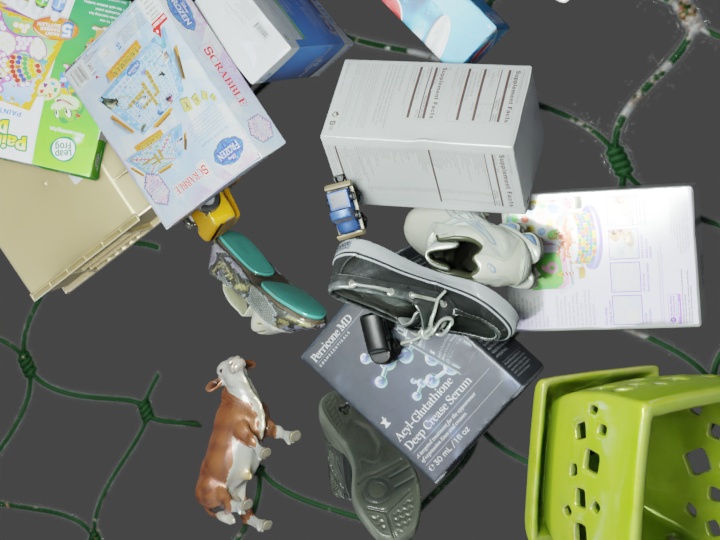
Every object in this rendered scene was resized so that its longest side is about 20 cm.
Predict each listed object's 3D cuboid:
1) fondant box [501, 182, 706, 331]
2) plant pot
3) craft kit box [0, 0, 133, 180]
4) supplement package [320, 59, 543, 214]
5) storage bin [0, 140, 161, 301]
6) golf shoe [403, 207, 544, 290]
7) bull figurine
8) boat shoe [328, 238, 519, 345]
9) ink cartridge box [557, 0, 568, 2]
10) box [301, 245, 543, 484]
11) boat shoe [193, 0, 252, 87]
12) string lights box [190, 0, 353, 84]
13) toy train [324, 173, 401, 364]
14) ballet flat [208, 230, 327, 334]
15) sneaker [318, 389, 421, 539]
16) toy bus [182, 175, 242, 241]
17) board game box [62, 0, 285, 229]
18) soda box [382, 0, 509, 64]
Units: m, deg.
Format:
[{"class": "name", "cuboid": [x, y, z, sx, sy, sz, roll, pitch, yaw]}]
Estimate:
[{"class": "fondant box", "cuboid": [0.251, -0.013, 1.658, 0.200, 0.058, 0.145, -2, 97, 18]}, {"class": "plant pot", "cuboid": [0.276, 0.196, 1.596, 0.181, 0.199, 0.200, 15, 105, 51]}, {"class": "craft kit box", "cuboid": [-0.361, -0.214, 1.736, 0.200, 0.049, 0.198, 12, 90, 2]}, {"class": "supplement package", "cuboid": [0.077, -0.137, 1.646, 0.200, 0.114, 0.110, 5, 56, 17]}, {"class": "storage bin", "cuboid": [-0.337, -0.103, 1.819, 0.198, 0.094, 0.200, -35, 86, 19]}, {"class": "golf shoe", "cuboid": [0.094, -0.031, 1.651, 0.200, 0.097, 0.078, 18, 109, 51]}, {"class": "bull figurine", "cuboid": [-0.133, 0.195, 1.805, 0.121, 0.065, 0.200, 36, 120, 44]}, {"class": "boat shoe", "cuboid": [0.062, 0.037, 1.585, 0.199, 0.068, 0.074, 26, 146, -17]}, {"class": "ink cartridge box", "cuboid": [0.156, -0.365, 1.628, 0.200, 0.067, 0.117, 33, 107, 12]}, {"class": "box", "cuboid": [0.067, 0.097, 1.710, 0.200, 0.107, 0.148, 42, 109, 8]}, {"class": "boat shoe", "cuboid": [-0.141, -0.230, 1.746, 0.072, 0.066, 0.201, 17, 126, 56]}, {"class": "string lights box", "cuboid": [-0.087, -0.252, 1.654, 0.059, 0.200, 0.103, -41, 85, 19]}, {"class": "toy train", "cuboid": [0.000, 0.000, 1.636, 0.034, 0.046, 0.200, -15, 91, 21]}, {"class": "ballet flat", "cuboid": [-0.104, 0.030, 1.747, 0.200, 0.072, 0.072, 41, 112, 43]}, {"class": "sneaker", "cuboid": [0.015, 0.230, 1.729, 0.076, 0.114, 0.200, -22, 48, -11]}, {"class": "toy bus", "cuboid": [-0.191, -0.135, 1.759, 0.200, 0.078, 0.065, 56, 155, 6]}, {"class": "board game box", "cuboid": [-0.192, -0.166, 1.629, 0.200, 0.041, 0.200, -30, 94, 50]}, {"class": "soda box", "cuboid": [0.058, -0.298, 1.672, 0.200, 0.064, 0.068, 46, 109, 7]}]
